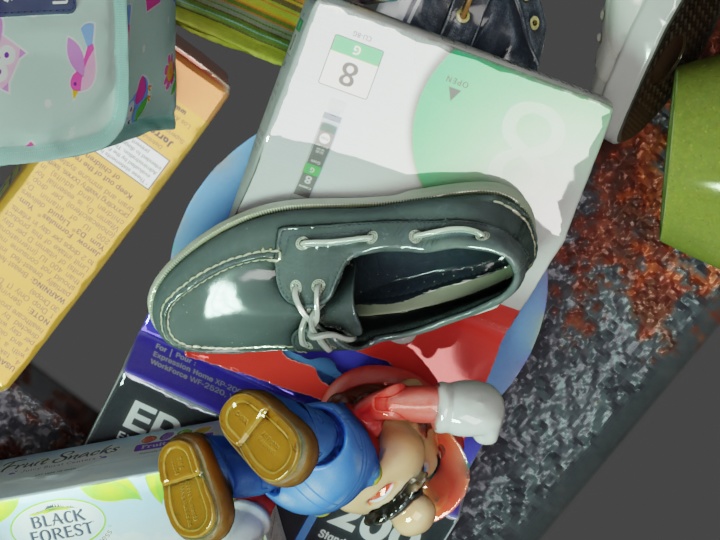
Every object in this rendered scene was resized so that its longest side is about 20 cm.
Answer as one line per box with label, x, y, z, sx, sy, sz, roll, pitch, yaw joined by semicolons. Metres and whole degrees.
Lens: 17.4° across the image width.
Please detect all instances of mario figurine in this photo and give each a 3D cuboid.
mario figurine;-0.003;0.102;1.140;0.123;0.200;0.106;3;91;31

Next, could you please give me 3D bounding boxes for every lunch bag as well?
lunch bag;-0.158;-0.136;1.075;0.122;0.200;0.170;3;99;14

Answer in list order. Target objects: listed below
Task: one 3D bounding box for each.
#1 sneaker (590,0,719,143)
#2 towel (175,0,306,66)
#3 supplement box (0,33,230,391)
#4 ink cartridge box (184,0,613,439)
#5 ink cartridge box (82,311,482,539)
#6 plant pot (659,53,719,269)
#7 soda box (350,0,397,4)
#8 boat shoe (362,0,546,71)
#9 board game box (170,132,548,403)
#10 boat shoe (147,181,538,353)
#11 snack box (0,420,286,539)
sneaker;0.150;-0.168;1.236;0.085;0.073;0.200;28;109;24
towel;-0.035;-0.208;1.198;0.086;0.018;0.200;19;92;-31
supplement box;-0.151;-0.037;1.226;0.069;0.067;0.200;34;97;-11
ink cartridge box;0.017;-0.021;1.193;0.161;0.050;0.200;19;97;-9
ink cartridge box;-0.053;0.119;1.259;0.198;0.043;0.200;24;112;-9
plant pot;0.258;-0.053;1.218;0.200;0.187;0.187;6;102;6
soda box;0.024;-0.234;1.171;0.064;0.068;0.200;24;88;-14
boat shoe;0.067;-0.163;1.221;0.091;0.071;0.200;25;105;-12
board game box;0.000;0.000;1.256;0.200;0.039;0.158;39;104;-16
boat shoe;-0.011;0.006;1.157;0.200;0.062;0.073;-12;118;7
snack box;-0.137;0.163;1.229;0.200;0.053;0.142;-11;111;9
